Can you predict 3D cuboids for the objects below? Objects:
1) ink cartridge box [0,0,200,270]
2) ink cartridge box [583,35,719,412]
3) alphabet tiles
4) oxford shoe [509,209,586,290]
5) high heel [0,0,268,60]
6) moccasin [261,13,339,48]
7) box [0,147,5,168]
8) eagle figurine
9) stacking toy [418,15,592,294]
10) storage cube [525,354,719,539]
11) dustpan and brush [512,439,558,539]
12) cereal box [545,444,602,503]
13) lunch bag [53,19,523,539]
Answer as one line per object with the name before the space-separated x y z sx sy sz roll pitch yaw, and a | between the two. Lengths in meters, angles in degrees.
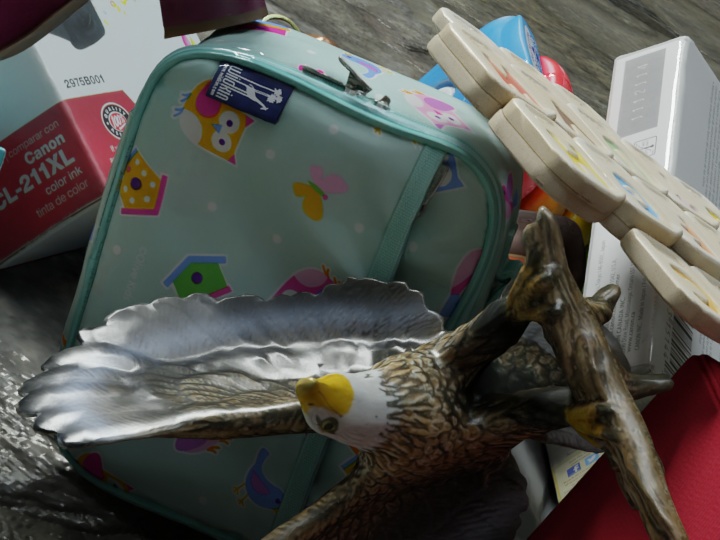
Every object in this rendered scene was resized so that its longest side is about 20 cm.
ink cartridge box | -0.154 -0.114 1.000 0.201 0.082 0.146 62 28 4
ink cartridge box | 0.169 0.021 0.986 0.176 0.044 0.201 47 41 -36
alphabet tiles | 0.109 -0.029 0.819 0.199 0.015 0.196 28 21 -45
oxford shoe | 0.000 0.000 0.906 0.198 0.072 0.073 7 41 15
high heel | -0.136 -0.131 0.821 0.198 0.097 0.067 -10 13 2
moccasin | -0.039 -0.103 1.219 0.073 0.078 0.201 28 -4 1
box | -0.252 -0.064 0.855 0.199 0.050 0.082 20 0 -37
eagle figurine | -0.001 0.060 0.721 0.151 0.199 0.152 49 25 -31
stacking toy | 0.100 -0.015 1.015 0.200 0.110 0.116 43 22 -23
storage cube | 0.142 0.170 0.728 0.170 0.200 0.180 34 17 -18
dustpan and brush | 0.025 0.040 0.957 0.201 0.057 0.140 62 11 -2
cereal box | 0.139 0.124 0.988 0.144 0.039 0.200 52 13 -19
lunch bag | -0.026 0.010 0.826 0.159 0.201 0.077 24 19 11
